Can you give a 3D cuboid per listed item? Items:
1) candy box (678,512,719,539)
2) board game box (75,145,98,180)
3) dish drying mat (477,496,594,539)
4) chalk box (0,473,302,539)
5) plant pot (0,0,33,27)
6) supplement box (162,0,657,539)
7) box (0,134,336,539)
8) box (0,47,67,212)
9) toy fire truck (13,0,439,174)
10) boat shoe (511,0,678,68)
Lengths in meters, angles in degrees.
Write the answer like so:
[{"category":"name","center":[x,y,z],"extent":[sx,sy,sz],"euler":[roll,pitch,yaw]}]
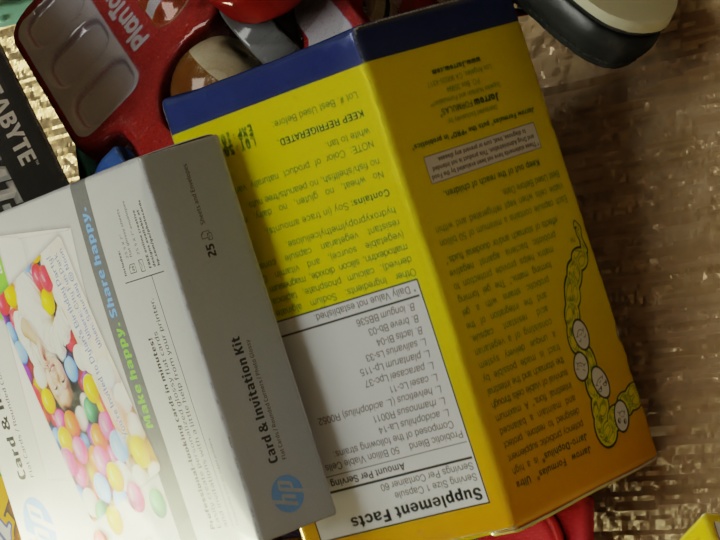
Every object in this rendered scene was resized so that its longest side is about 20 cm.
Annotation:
[{"category":"candy box","center":[0.105,0.194,1.172],"extent":[0.200,0.026,0.103],"euler":[-53,41,37]},{"category":"board game box","center":[-0.097,-0.010,1.436],"extent":[0.200,0.028,0.136],"euler":[-128,30,-55]},{"category":"dish drying mat","center":[0.065,0.193,1.191],"extent":[0.077,0.018,0.201],"euler":[-18,66,57]},{"category":"chalk box","center":[-0.084,0.167,1.366],"extent":[0.200,0.123,0.125],"euler":[43,120,50]},{"category":"plant pot","center":[-0.199,-0.225,1.549],"extent":[0.201,0.200,0.162],"euler":[-43,63,44]},{"category":"supplement box","center":[0.021,0.004,1.181],"extent":[0.108,0.109,0.201],"euler":[-16,92,40]},{"category":"box","center":[-0.098,0.040,1.214],"extent":[0.200,0.041,0.157],"euler":[-15,92,58]},{"category":"box","center":[-0.179,-0.059,1.416],"extent":[0.199,0.050,0.201],"euler":[46,164,57]},{"category":"toy fire truck","center":[-0.068,-0.108,1.350],"extent":[0.168,0.112,0.200],"euler":[-45,44,11]},{"category":"boat shoe","center":[0.070,-0.135,1.236],"extent":[0.202,0.073,0.063],"euler":[55,131,49]}]
